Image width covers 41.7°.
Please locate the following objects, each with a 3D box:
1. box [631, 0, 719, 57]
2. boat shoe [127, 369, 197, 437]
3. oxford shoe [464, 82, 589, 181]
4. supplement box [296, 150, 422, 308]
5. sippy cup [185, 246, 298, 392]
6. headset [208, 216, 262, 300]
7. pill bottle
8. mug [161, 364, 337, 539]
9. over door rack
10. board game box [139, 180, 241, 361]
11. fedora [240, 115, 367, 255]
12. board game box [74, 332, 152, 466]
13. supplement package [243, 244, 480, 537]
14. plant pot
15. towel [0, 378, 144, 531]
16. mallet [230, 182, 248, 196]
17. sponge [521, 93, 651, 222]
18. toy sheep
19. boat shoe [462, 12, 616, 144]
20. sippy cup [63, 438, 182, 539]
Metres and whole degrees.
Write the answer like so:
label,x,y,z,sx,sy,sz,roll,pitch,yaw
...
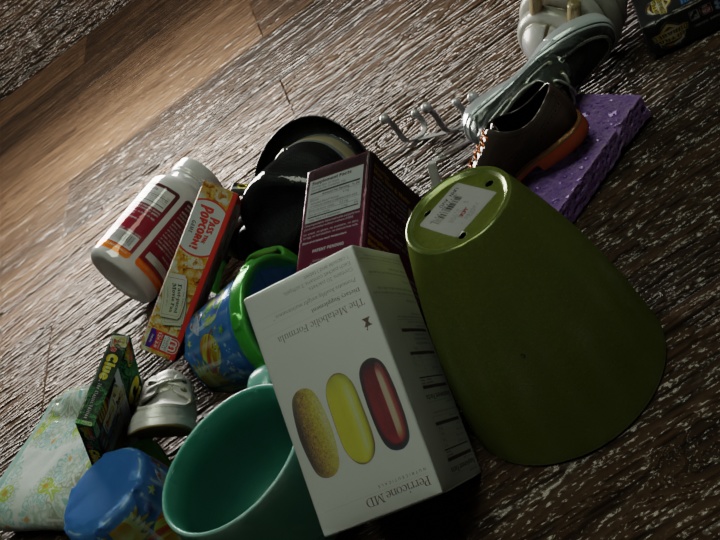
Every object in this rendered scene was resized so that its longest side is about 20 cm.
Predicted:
label,x,y,z,sx,sy,sz,roll,pitch,yaw
box,0.406,-0.353,1.084,0.196,0.050,0.202,-24,35,24
boat shoe,-0.204,0.138,0.986,0.200,0.070,0.071,139,132,-77
oxford shoe,0.137,-0.118,0.986,0.199,0.073,0.072,-38,28,15
supplement box,0.000,0.000,0.951,0.085,0.110,0.203,-14,58,33
sippy cup,-0.117,0.069,1.016,0.129,0.141,0.178,-26,9,38
headset,-0.128,-0.036,1.237,0.123,0.094,0.202,20,80,55
pill bottle,-0.287,-0.062,1.369,0.112,0.113,0.201,6,52,48
mug,-0.074,0.185,0.844,0.151,0.115,0.186,6,53,49
over door rack,0.076,-0.157,1.124,0.146,0.067,0.200,-7,29,41
board game box,-0.198,0.001,1.129,0.151,0.046,0.203,177,114,-85
fedora,-0.071,-0.077,1.090,0.198,0.204,0.091,-6,15,41
board game box,-0.252,0.165,0.987,0.023,0.201,0.106,8,53,3
supplement package,0.003,0.097,0.782,0.113,0.109,0.203,-26,77,20
plant pot,0.122,0.021,0.766,0.185,0.201,0.189,-26,34,19
towel,-0.352,0.222,1.145,0.169,0.048,0.202,-14,40,35
mallet,-0.065,-0.103,1.193,0.197,0.042,0.066,10,48,17
sponge,0.209,-0.108,1.000,0.201,0.030,0.111,-52,33,-17
toy sheep,0.244,-0.296,1.101,0.201,0.138,0.137,-50,34,-18
boat shoe,0.205,-0.196,1.030,0.199,0.072,0.071,-40,38,6
sippy cup,-0.204,0.241,0.892,0.177,0.131,0.140,13,58,51
